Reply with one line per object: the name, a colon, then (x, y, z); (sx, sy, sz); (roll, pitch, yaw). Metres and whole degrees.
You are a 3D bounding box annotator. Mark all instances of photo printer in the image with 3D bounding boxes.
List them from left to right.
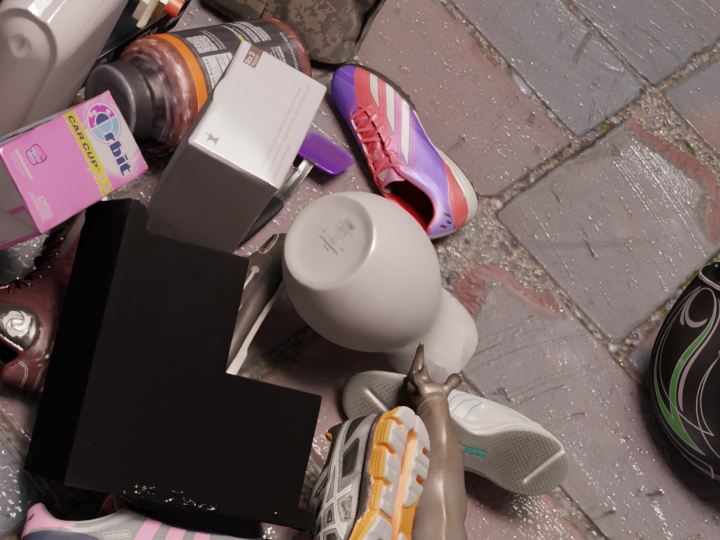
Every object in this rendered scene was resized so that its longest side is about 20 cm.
photo printer: (-0.251, -0.181, 1.200); (0.069, 0.200, 0.167); (35, 42, -6)

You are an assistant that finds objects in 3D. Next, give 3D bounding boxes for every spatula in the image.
spatula: (-0.067, -0.075, 1.375); (0.056, 0.021, 0.200); (32, 44, 9)

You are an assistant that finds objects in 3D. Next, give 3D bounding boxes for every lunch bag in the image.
lunch bag: (-0.041, -0.309, 1.464); (0.167, 0.200, 0.140); (32, 45, -4)

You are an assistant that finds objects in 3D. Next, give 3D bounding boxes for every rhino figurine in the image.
rhino figurine: (0.053, 0.154, 1.187); (0.059, 0.087, 0.202); (4, 72, -13)

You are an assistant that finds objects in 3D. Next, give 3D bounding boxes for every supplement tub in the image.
supplement tub: (-0.145, -0.161, 1.329); (0.199, 0.107, 0.107); (-18, 67, -43)

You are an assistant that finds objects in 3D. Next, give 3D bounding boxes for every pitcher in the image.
pitcher: (0.000, 0.000, 1.259); (0.172, 0.121, 0.200); (43, 0, 33)

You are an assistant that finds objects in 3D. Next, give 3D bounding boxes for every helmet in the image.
helmet: (0.368, 0.107, 1.418); (0.198, 0.192, 0.200); (11, 17, -3)

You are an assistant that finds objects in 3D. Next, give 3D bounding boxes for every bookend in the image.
bookend: (-0.117, 0.070, 1.091); (0.198, 0.092, 0.202); (15, 83, -29)

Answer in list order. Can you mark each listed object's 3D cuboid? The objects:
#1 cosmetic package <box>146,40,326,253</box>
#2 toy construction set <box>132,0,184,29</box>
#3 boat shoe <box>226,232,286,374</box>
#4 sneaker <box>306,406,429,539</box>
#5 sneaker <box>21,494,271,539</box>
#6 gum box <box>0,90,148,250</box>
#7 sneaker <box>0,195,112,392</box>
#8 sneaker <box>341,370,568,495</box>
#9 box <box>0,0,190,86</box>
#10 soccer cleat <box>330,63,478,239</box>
cosmetic package: (-0.111, -0.077, 1.200); (0.081, 0.200, 0.113); (29, 58, -10)
toy construction set: (-0.226, -0.289, 1.291); (0.200, 0.131, 0.092); (44, 62, -5)
boat shoe: (-0.107, 0.028, 1.230); (0.057, 0.067, 0.201); (36, 46, -12)
sneaker: (-0.007, 0.197, 1.113); (0.078, 0.077, 0.201); (48, 49, -42)
sneaker: (-0.144, 0.193, 1.063); (0.199, 0.070, 0.082); (3, 56, -36)
gum box: (-0.266, -0.056, 1.095); (0.113, 0.199, 0.066); (-39, 108, -47)
sneaker: (-0.247, 0.004, 1.144); (0.115, 0.076, 0.201); (10, 51, -26)
sneaker: (0.077, 0.135, 1.283); (0.199, 0.071, 0.080); (21, 11, -6)
box: (-0.275, -0.276, 1.375); (0.200, 0.044, 0.160); (43, 42, 2)
soccer cleat: (0.030, -0.116, 1.451); (0.073, 0.068, 0.200); (-31, 79, -42)
